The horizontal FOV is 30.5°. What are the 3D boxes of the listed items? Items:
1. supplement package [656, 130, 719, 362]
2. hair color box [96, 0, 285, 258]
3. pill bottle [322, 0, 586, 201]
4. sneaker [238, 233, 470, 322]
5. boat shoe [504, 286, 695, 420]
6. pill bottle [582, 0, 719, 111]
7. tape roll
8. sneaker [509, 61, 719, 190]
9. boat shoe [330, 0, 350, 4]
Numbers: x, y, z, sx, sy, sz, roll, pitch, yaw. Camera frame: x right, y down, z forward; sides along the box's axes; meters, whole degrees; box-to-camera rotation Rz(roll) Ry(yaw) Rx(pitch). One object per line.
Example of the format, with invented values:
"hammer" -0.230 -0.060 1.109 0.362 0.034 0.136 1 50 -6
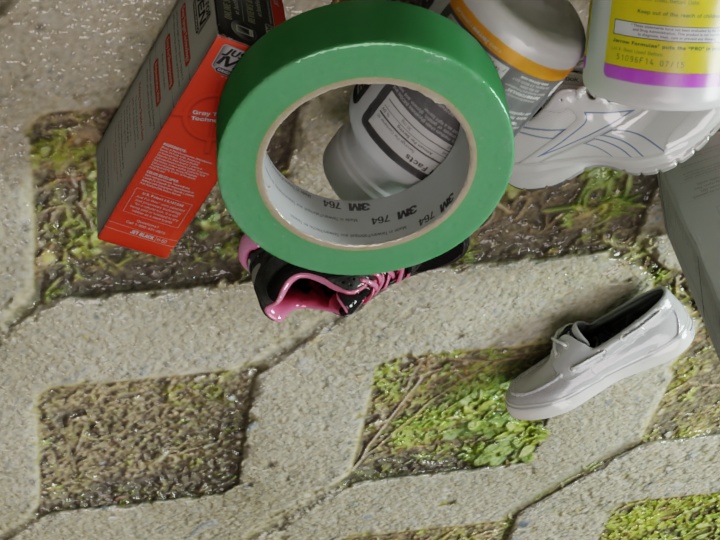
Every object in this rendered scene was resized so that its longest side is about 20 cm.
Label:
"supplement package" 0.329 -0.009 1.091 0.108 0.202 0.114 -17 139 6
"hair color box" -0.124 -0.115 0.942 0.061 0.102 0.200 16 132 -27
"pill bottle" 0.062 -0.128 0.962 0.115 0.117 0.200 17 131 -29
"sneaker" 0.000 0.000 1.104 0.197 0.096 0.080 -9 137 -6
"boat shoe" 0.219 0.078 1.267 0.198 0.072 0.069 -25 116 24
"pill bottle" 0.207 -0.214 0.871 0.103 0.104 0.203 -1 110 -12
"tape roll" 0.002 -0.083 0.884 0.198 0.049 0.202 -3 136 -3
"sneaker" 0.184 -0.119 1.008 0.198 0.075 0.087 -13 133 26
"boat shoe" 0.025 -0.248 0.865 0.067 0.072 0.201 31 126 -3
